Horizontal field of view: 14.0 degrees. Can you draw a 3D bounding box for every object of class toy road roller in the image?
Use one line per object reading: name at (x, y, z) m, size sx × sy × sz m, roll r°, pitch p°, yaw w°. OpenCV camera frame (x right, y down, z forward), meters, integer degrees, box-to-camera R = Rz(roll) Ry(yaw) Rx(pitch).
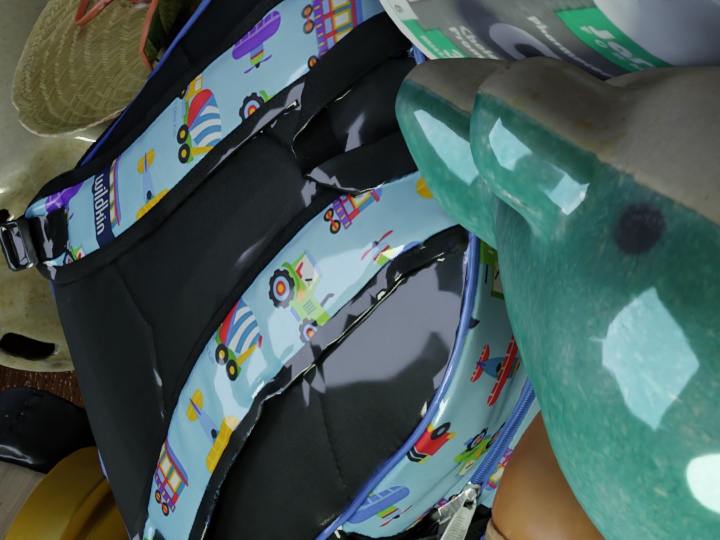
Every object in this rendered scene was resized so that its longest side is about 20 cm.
toy road roller at (-0.082, 0.149, 1.064) m, size 0.145 × 0.123 × 0.201 m, roll 12°, pitch 145°, yaw 29°

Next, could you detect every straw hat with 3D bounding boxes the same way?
straw hat at (-0.031, -0.094, 1.066) m, size 0.085 × 0.201 × 0.201 m, roll 45°, pitch 175°, yaw -23°

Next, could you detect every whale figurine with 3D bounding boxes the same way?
whale figurine at (0.072, 0.012, 0.664) m, size 0.200 × 0.159 × 0.104 m, roll 29°, pitch 87°, yaw 53°

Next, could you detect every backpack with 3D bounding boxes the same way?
backpack at (0.000, 0.000, 0.879) m, size 0.200 × 0.134 × 0.183 m, roll -49°, pitch 52°, yaw 42°

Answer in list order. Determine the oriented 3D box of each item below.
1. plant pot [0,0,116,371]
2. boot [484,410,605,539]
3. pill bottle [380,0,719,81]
plant pot at (-0.138, -0.067, 1.230) m, size 0.201 × 0.199 × 0.184 m, roll 100°, pitch 152°, yaw -43°
boot at (0.121, 0.077, 0.744) m, size 0.199 × 0.076 × 0.156 m, roll 25°, pitch 94°, yaw 41°
pill bottle at (0.079, -0.100, 0.708) m, size 0.200 × 0.112 × 0.114 m, roll -176°, pitch 77°, yaw -71°
